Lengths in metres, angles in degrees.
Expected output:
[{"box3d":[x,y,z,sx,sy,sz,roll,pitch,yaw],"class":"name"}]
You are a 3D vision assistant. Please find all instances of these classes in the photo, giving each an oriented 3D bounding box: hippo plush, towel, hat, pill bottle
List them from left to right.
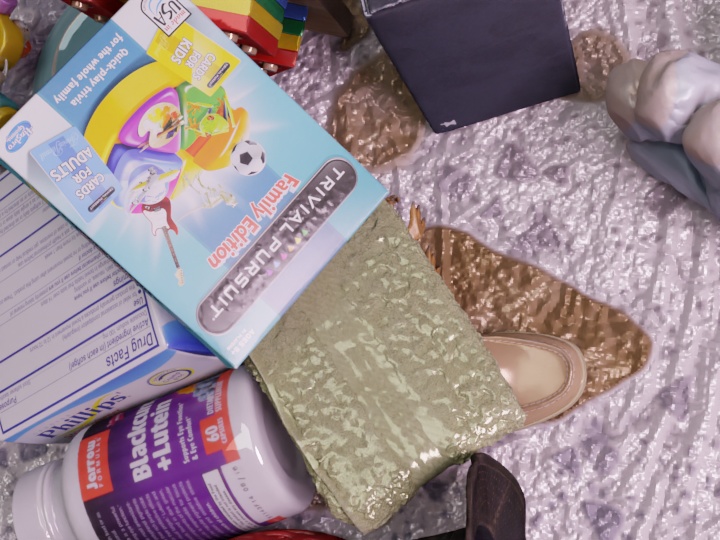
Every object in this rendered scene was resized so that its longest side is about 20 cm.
[{"box3d":[-0.142,0.150,0.746,0.199,0.111,0.112,-22,70,11],"class":"pill bottle"},{"box3d":[0.002,0.054,0.686,0.148,0.037,0.200,-33,68,-5],"class":"towel"},{"box3d":[0.055,0.214,0.628,0.080,0.200,0.202,-8,74,21],"class":"hat"},{"box3d":[0.272,-0.106,0.650,0.161,0.159,0.200,-46,67,3],"class":"hippo plush"}]

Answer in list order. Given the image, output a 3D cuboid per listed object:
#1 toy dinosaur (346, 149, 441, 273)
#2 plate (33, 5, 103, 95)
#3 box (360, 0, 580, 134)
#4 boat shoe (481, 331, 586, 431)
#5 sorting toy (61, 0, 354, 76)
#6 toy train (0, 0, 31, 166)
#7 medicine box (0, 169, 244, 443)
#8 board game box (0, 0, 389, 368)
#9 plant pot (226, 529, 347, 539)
[{"box3d":[0.000,0.000,0.767,0.106,0.060,0.201,-10,52,20],"class":"toy dinosaur"},{"box3d":[-0.202,-0.178,0.898,0.199,0.026,0.202,-4,75,16],"class":"plate"},{"box3d":[0.066,-0.233,0.728,0.123,0.200,0.198,-14,72,13],"class":"box"},{"box3d":[0.056,0.079,0.724,0.199,0.065,0.072,-9,73,16],"class":"boat shoe"},{"box3d":[-0.125,-0.200,0.774,0.199,0.199,0.070,14,91,11],"class":"sorting toy"},{"box3d":[-0.345,-0.172,0.932,0.150,0.055,0.201,-14,78,33],"class":"toy train"},{"box3d":[-0.194,0.006,0.781,0.182,0.103,0.201,-28,69,29],"class":"medicine box"},{"box3d":[-0.105,-0.061,0.655,0.200,0.047,0.151,42,78,-8],"class":"board game box"},{"box3d":[-0.068,0.268,0.656,0.199,0.182,0.202,-4,76,19],"class":"plant pot"}]
